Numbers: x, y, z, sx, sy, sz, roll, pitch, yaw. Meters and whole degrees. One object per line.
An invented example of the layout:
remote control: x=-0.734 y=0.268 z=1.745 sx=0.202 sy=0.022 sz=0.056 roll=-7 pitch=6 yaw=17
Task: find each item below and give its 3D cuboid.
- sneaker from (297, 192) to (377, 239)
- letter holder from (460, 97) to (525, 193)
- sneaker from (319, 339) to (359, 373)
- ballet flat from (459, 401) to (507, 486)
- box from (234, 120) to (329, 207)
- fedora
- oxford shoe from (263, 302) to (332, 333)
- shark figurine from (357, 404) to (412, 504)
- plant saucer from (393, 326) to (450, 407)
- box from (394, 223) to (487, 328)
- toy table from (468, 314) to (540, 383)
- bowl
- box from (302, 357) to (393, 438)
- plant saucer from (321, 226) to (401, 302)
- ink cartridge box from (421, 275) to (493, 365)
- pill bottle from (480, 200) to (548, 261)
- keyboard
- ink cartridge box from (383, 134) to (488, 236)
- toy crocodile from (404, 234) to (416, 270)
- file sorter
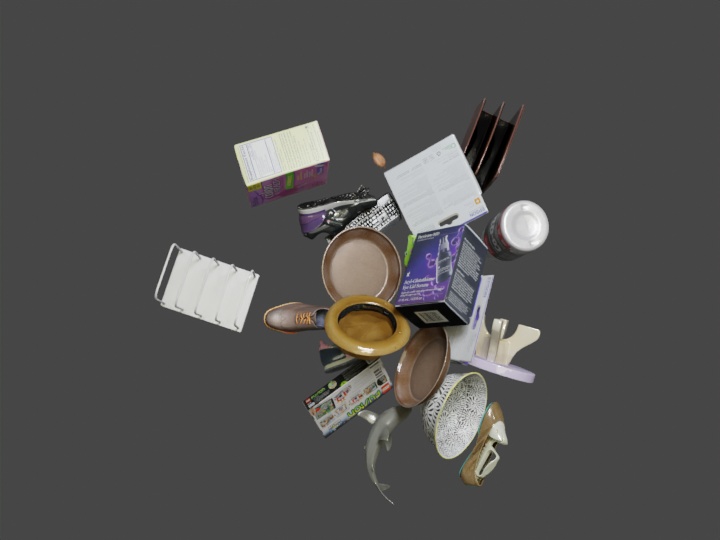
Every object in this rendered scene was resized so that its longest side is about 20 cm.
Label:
sneaker: x=-0.052 y=-0.129 z=1.540 sx=0.195 sy=0.076 sz=0.090 roll=-12 pitch=110 yaw=-14
letter holder: x=0.310 y=-0.316 z=1.581 sx=0.099 sy=0.142 sz=0.204 roll=23 pitch=80 yaw=-2
sneaker: x=-0.004 y=0.168 z=1.509 sx=0.196 sy=0.070 sz=0.084 roll=-19 pitch=72 yaw=-16
ballet flat: x=0.298 y=0.409 z=1.498 sx=0.067 sy=0.072 sz=0.203 roll=37 pitch=76 yaw=-36
box: x=-0.180 y=-0.242 z=1.495 sx=0.195 sy=0.176 sz=0.099 roll=-18 pitch=83 yaw=-9
fedora: x=0.011 y=0.141 z=1.442 sx=0.195 sy=0.083 sz=0.203 roll=8 pitch=38 yaw=-6
oxford shoe: x=-0.128 y=0.107 z=1.500 sx=0.194 sy=0.073 sz=0.073 roll=-2 pitch=82 yaw=-7
shark figurine: x=0.048 y=0.400 z=1.458 sx=0.126 sy=0.089 sz=0.220 roll=20 pitch=75 yaw=-19
plant saucer: x=0.146 y=0.218 z=1.461 sx=0.036 sy=0.199 sz=0.205 roll=26 pitch=79 yaw=-22
box: x=0.183 y=0.015 z=1.446 sx=0.104 sy=0.146 sz=0.204 roll=39 pitch=57 yaw=-34
toy table: x=0.317 y=0.172 z=1.499 sx=0.195 sy=0.184 sz=0.120 roll=15 pitch=91 yaw=7
bowl: x=0.197 y=0.314 z=1.477 sx=0.093 sy=0.200 sz=0.204 roll=20 pitch=75 yaw=40
box: x=-0.026 y=0.283 z=1.472 sx=0.198 sy=0.035 sz=0.111 roll=-34 pitch=129 yaw=-11
plant saucer: x=0.000 y=0.000 z=1.531 sx=0.195 sy=0.037 sz=0.207 roll=1 pitch=85 yaw=-17
ink cartridge box: x=0.231 y=0.112 z=1.480 sx=0.043 sy=0.199 sz=0.203 roll=22 pitch=79 yaw=-25
pill bottle: x=0.355 y=-0.085 z=1.521 sx=0.110 sy=0.200 sz=0.117 roll=1 pitch=81 yaw=-6
keyboard: x=-0.003 y=-0.127 z=1.578 sx=0.198 sy=0.021 sz=0.128 roll=-36 pitch=87 yaw=-11
ink cartridge box: x=0.182 y=-0.189 z=1.551 sx=0.196 sy=0.041 sz=0.204 roll=-25 pitch=93 yaw=19
toy crocodile: x=0.134 y=0.017 z=1.546 sx=0.067 sy=0.061 sz=0.206 roll=-6 pitch=89 yaw=-49
file sorter: x=-0.345 y=0.039 z=1.460 sx=0.195 sy=0.125 sz=0.142 roll=18 pitch=80 yaw=-4
